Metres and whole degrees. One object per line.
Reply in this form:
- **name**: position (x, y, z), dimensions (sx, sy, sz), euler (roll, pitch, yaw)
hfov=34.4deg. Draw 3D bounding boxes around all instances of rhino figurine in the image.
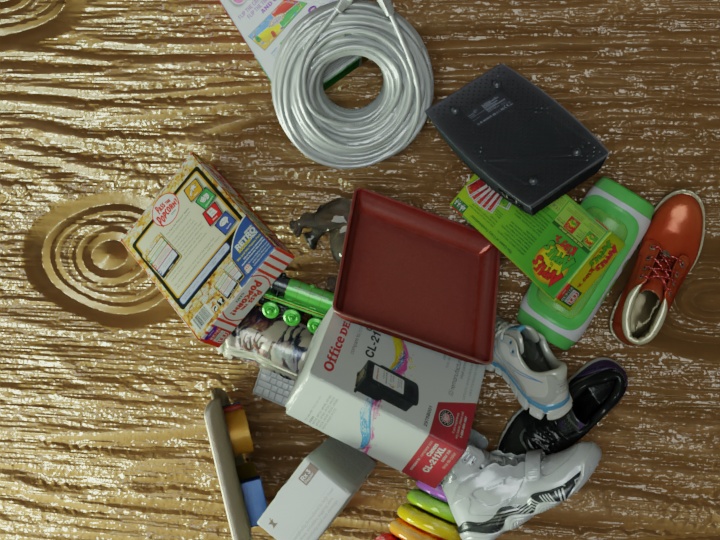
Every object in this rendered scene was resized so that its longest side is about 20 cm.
- **rhino figurine**: position (0.000, 0.000, 1.455), dimensions (0.087, 0.060, 0.201), euler (-33, 91, 13)

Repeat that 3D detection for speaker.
- **speaker**: position (0.270, -0.008, 1.398), dimensions (0.088, 0.088, 0.201), euler (31, 97, 6)

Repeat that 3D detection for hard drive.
- **hard drive**: position (0.182, -0.153, 1.370), dimensions (0.134, 0.043, 0.200), euler (-33, 55, -14)

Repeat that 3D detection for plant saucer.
- **plant saucer**: position (0.067, 0.012, 1.383), dimensions (0.198, 0.201, 0.037), euler (19, 139, -10)

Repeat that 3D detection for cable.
- **cable**: position (-0.010, -0.228, 1.410), dimensions (0.199, 0.069, 0.201), euler (-34, 113, 10)

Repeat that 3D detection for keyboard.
- **keyboard**: position (-0.040, 0.169, 1.493), dimensions (0.198, 0.011, 0.057), euler (21, 96, 8)

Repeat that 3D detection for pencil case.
- **pencil case**: position (-0.079, 0.106, 1.457), dimensions (0.198, 0.090, 0.078), euler (22, 125, 7)

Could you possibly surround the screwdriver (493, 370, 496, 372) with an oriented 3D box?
- **screwdriver**: position (0.162, 0.120, 1.427), dimensions (0.198, 0.029, 0.028), euler (19, 101, 21)

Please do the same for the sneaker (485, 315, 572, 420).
- **sneaker**: position (0.179, 0.086, 1.384), dimensions (0.075, 0.087, 0.199), euler (-32, 50, -28)

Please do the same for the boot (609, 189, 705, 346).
- **boot**: position (0.358, -0.001, 1.374), dimensions (0.074, 0.107, 0.202), euler (22, 94, 9)

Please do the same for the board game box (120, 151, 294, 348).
- **board game box**: position (-0.194, -0.028, 1.450), dimensions (0.152, 0.046, 0.200), euler (-48, 59, 9)

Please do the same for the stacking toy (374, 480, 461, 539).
- **stacking toy**: position (0.093, 0.296, 1.441), dimensions (0.115, 0.110, 0.202), euler (24, 85, -8)

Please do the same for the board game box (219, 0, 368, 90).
- **board game box**: position (-0.080, -0.327, 1.462), dimensions (0.152, 0.040, 0.201), euler (-33, 87, 9)

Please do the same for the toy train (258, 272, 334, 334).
- **toy train**: position (-0.030, 0.054, 1.433), dimensions (0.198, 0.042, 0.057), euler (20, 115, 2)

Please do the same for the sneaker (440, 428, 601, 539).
- **sneaker**: position (0.178, 0.231, 1.367), dimensions (0.199, 0.075, 0.115), euler (-34, 93, 14)

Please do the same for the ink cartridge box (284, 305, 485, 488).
- **ink cartridge box**: position (0.031, 0.136, 1.347), dimensions (0.198, 0.146, 0.083), euler (27, 133, -6)

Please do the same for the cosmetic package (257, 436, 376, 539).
- **cosmetic package**: position (-0.048, 0.267, 1.402), dimensions (0.074, 0.200, 0.102), euler (38, 98, 5)

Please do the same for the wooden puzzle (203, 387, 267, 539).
- **wooden puzzle**: position (-0.146, 0.238, 1.421), dimensions (0.046, 0.200, 0.188), euler (-13, 90, -4)

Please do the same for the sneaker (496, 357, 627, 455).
- **sneaker**: position (0.239, 0.182, 1.409), dimensions (0.200, 0.088, 0.076), euler (-45, 86, 9)

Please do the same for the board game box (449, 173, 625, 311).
- **board game box**: position (0.206, -0.055, 1.374), dimensions (0.102, 0.047, 0.200), euler (-51, 52, 10)
